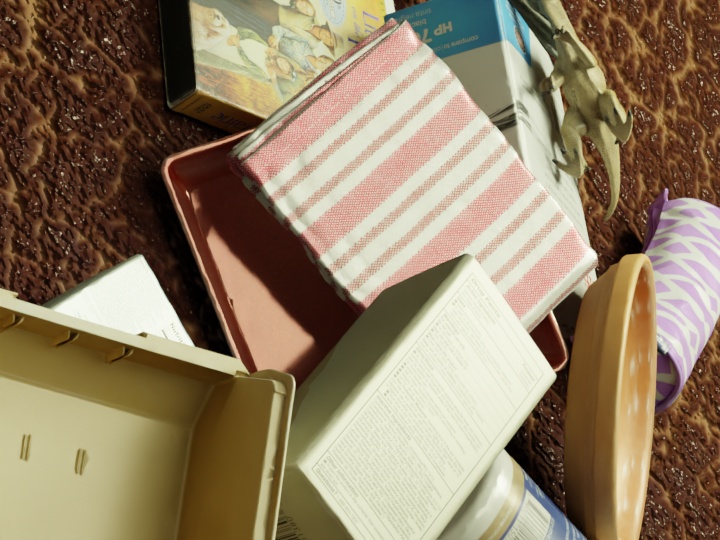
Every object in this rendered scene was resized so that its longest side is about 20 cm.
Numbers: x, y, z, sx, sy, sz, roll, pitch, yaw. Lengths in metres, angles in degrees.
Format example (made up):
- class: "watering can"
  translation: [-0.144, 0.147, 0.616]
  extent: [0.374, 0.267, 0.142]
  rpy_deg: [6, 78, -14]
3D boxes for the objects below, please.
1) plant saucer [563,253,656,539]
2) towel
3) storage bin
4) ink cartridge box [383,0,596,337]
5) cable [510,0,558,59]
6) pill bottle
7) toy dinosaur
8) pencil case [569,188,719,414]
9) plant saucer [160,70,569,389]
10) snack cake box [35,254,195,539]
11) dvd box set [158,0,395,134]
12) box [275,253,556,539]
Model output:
- class: "plant saucer"
  translation: [0.157, 0.089, 1.594]
  extent: [0.200, 0.037, 0.200]
  rpy_deg: [3, 90, -77]
- class: "towel"
  translation: [0.033, -0.034, 1.506]
  extent: [0.146, 0.030, 0.200]
  rpy_deg: [-41, 95, -21]
- class: "storage bin"
  translation: [-0.148, 0.113, 1.209]
  extent: [0.200, 0.094, 0.199]
  rpy_deg: [18, 69, -27]
- class: "ink cartridge box"
  translation: [0.089, -0.065, 1.659]
  extent: [0.146, 0.086, 0.200]
  rpy_deg: [43, 37, -62]
- class: "cable"
  translation: [0.086, -0.218, 1.753]
  extent: [0.200, 0.050, 0.097]
  rpy_deg: [41, 5, 21]
- class: "pill bottle"
  translation: [0.099, 0.203, 1.523]
  extent: [0.200, 0.111, 0.111]
  rpy_deg: [48, 39, -22]
- class: "toy dinosaur"
  translation: [0.152, -0.105, 1.655]
  extent: [0.101, 0.058, 0.200]
  rpy_deg: [-81, 151, -61]
- class: "pencil case"
  translation: [0.213, 0.024, 1.807]
  extent: [0.085, 0.084, 0.200]
  rpy_deg: [36, 37, 1]
- class: "plant saucer"
  translation: [0.000, 0.000, 1.519]
  extent: [0.199, 0.037, 0.200]
  rpy_deg: [-20, 83, -21]
- class: "snack cake box"
  translation: [-0.120, 0.106, 1.344]
  extent: [0.200, 0.067, 0.115]
  rpy_deg: [61, 34, -4]
- class: "dvd box set"
  translation: [-0.047, -0.141, 1.618]
  extent: [0.200, 0.029, 0.147]
  rpy_deg: [21, 54, -43]
- class: "box"
  translation: [0.015, 0.088, 1.378]
  extent: [0.095, 0.078, 0.200]
  rpy_deg: [55, 45, -12]
